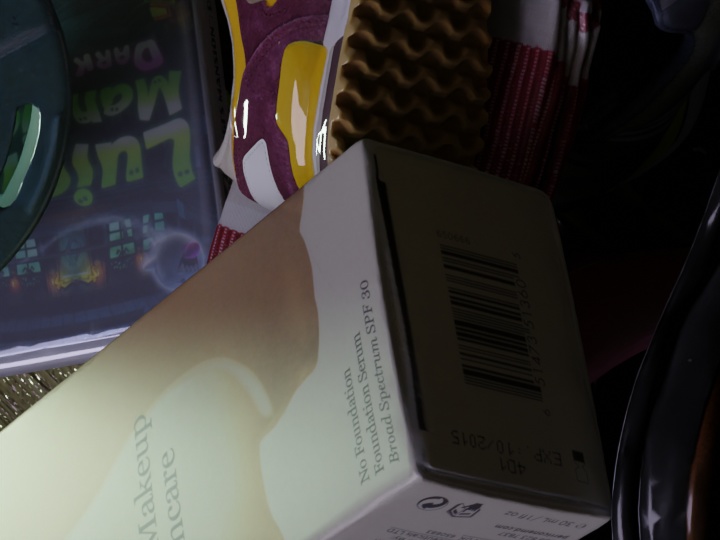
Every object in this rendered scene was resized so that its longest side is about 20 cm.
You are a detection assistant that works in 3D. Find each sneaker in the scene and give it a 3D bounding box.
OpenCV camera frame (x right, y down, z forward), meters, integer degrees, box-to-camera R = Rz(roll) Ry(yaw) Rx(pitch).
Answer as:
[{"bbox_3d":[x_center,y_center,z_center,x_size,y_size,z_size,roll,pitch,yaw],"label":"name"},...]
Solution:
[{"bbox_3d":[-0.001,-0.114,0.754,0.090,0.075,0.201,15,92,49],"label":"sneaker"},{"bbox_3d":[0.074,-0.069,0.827,0.074,0.081,0.200,49,150,9],"label":"sneaker"}]

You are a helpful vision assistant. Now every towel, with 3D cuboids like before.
[{"bbox_3d":[0.000,0.000,0.800,0.144,0.023,0.201,20,96,51],"label":"towel"}]

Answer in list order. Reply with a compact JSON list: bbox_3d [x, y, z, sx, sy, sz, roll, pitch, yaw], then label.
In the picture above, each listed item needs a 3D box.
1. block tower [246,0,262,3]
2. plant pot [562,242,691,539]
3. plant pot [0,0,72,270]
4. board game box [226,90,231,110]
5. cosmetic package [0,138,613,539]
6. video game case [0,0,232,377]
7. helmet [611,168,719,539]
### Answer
[{"bbox_3d":[0.044,-0.140,0.681,0.058,0.200,0.054,-8,113,52],"label":"block tower"},{"bbox_3d":[0.068,0.072,0.891,0.179,0.199,0.201,38,150,57],"label":"plant pot"},{"bbox_3d":[-0.187,-0.063,0.890,0.201,0.200,0.196,62,170,-14],"label":"plant pot"},{"bbox_3d":[-0.121,-0.062,1.090,0.200,0.101,0.048,44,152,19],"label":"board game box"},{"bbox_3d":[-0.027,0.059,0.740,0.200,0.071,0.106,-38,50,39],"label":"cosmetic package"},{"bbox_3d":[-0.145,-0.050,1.033,0.199,0.023,0.183,-10,82,20],"label":"video game case"},{"bbox_3d":[0.174,0.030,0.678,0.199,0.192,0.200,22,170,4],"label":"helmet"}]
